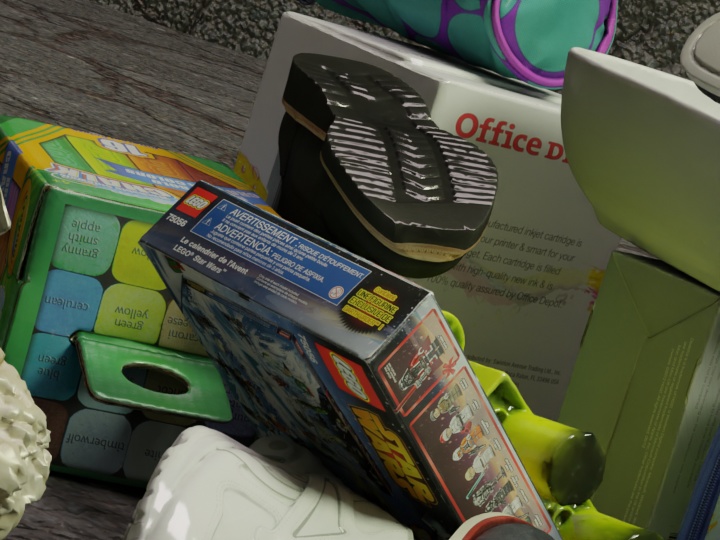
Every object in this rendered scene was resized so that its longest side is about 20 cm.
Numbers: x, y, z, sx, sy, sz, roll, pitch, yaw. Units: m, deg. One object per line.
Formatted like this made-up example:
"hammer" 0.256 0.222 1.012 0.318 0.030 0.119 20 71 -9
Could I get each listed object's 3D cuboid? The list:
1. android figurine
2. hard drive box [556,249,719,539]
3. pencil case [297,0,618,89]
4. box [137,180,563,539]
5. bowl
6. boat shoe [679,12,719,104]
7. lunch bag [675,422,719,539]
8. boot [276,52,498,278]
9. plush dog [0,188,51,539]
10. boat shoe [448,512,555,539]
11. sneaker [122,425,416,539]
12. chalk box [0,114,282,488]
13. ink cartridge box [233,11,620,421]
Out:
"android figurine" 0.040 0.079 1.182 0.200 0.041 0.182 17 -31 52
"hard drive box" 0.184 0.087 1.290 0.199 0.157 0.077 12 10 -40
"pencil case" 0.044 -0.153 1.416 0.092 0.085 0.200 32 -4 -38
"box" 0.006 0.063 1.094 0.137 0.040 0.200 27 -25 43
"bowl" 0.197 -0.026 1.255 0.199 0.075 0.200 12 11 -33
"boat shoe" 0.230 -0.069 1.171 0.199 0.074 0.060 8 -37 29
"lunch bag" 0.215 0.109 1.195 0.082 0.161 0.200 25 12 36
"boot" 0.000 0.000 1.230 0.077 0.139 0.200 11 19 -13
"plush dog" -0.225 0.026 0.961 0.199 0.161 0.172 22 35 34
"boat shoe" 0.046 0.134 0.977 0.062 0.072 0.200 9 9 21
"sneaker" -0.024 0.107 1.016 0.099 0.078 0.200 24 11 16
"chalk box" -0.105 0.019 1.223 0.124 0.125 0.200 13 10 -21
"ink cartridge box" 0.025 -0.007 1.404 0.146 0.201 0.146 12 10 -38
